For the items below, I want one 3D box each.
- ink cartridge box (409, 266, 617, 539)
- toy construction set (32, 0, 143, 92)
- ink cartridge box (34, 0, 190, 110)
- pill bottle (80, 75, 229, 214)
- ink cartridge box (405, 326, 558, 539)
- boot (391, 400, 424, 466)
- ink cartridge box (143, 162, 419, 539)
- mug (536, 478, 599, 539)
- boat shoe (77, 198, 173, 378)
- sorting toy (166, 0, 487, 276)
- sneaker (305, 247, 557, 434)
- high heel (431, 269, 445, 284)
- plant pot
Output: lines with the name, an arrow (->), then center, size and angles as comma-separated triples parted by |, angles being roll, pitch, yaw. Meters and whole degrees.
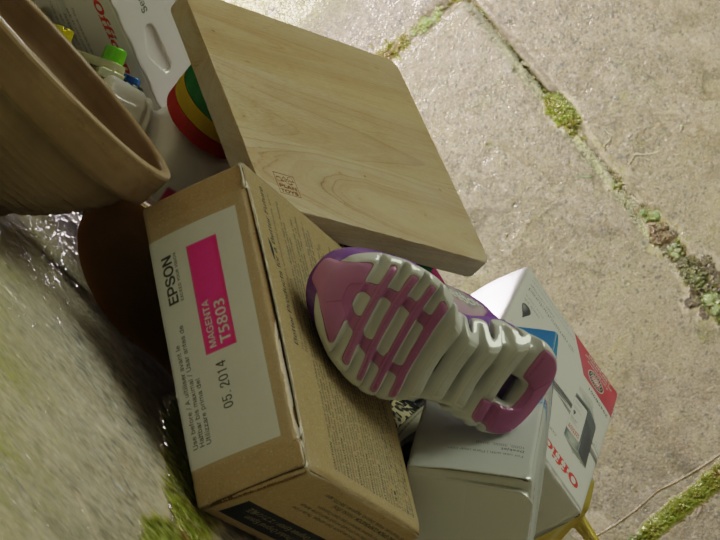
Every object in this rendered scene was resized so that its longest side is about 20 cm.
ink cartridge box -> 0.123, 0.108, 1.481 | 0.146, 0.085, 0.200 | 54, 29, -11
toy construction set -> -0.239, -0.149, 1.430 | 0.131, 0.092, 0.200 | 21, 7, -23
ink cartridge box -> -0.211, -0.208, 1.531 | 0.200, 0.084, 0.146 | 19, -38, 45
pill bottle -> -0.118, -0.046, 1.313 | 0.200, 0.113, 0.113 | 31, 10, -20
ink cartridge box -> 0.079, 0.144, 1.241 | 0.200, 0.084, 0.145 | -70, 165, -62
boot -> -0.041, 0.109, 1.320 | 0.154, 0.074, 0.203 | 31, 20, 18
ink cartridge box -> -0.046, 0.061, 1.101 | 0.165, 0.075, 0.200 | 40, 33, -56
mug -> 0.145, 0.225, 1.741 | 0.187, 0.153, 0.149 | 48, 3, -34
boat shoe -> -0.116, 0.024, 1.189 | 0.200, 0.070, 0.070 | 59, 11, -25
sorting toy -> -0.036, -0.078, 1.268 | 0.200, 0.070, 0.199 | 14, 41, -40
sneaker -> 0.030, 0.034, 1.128 | 0.200, 0.081, 0.088 | 29, 11, -44
high heel -> 0.020, -0.020, 1.560 | 0.096, 0.067, 0.200 | -103, 168, -62
plant pot -> -0.211, -0.099, 1.081 | 0.201, 0.093, 0.201 | 49, 3, -4
